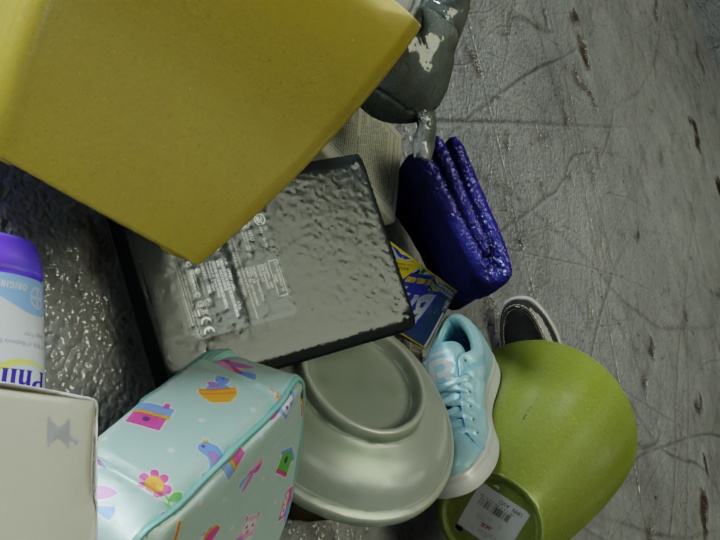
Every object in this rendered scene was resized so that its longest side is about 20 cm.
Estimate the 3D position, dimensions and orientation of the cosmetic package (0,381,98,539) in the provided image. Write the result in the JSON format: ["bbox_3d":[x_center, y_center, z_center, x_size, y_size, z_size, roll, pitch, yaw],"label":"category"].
[{"bbox_3d":[-0.200,0.104,0.375,0.087,0.199,0.104,23,59,-54],"label":"cosmetic package"}]

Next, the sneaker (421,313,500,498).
[{"bbox_3d":[0.075,0.110,0.859,0.082,0.074,0.200,60,20,-22],"label":"sneaker"}]

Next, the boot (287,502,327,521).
[{"bbox_3d":[-0.009,0.120,0.807,0.200,0.076,0.156,14,66,-56],"label":"boot"}]

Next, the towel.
[{"bbox_3d":[0.084,-0.042,0.929,0.148,0.049,0.200,62,-8,4],"label":"towel"}]

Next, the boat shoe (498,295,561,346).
[{"bbox_3d":[0.200,0.132,1.159,0.060,0.073,0.202,-30,112,-63],"label":"boat shoe"}]

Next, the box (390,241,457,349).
[{"bbox_3d":[0.000,0.000,0.861,0.200,0.070,0.065,33,85,-49],"label":"box"}]

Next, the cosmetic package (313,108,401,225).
[{"bbox_3d":[-0.046,-0.124,0.850,0.200,0.073,0.104,42,43,-43],"label":"cosmetic package"}]

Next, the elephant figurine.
[{"bbox_3d":[-0.020,-0.201,0.755,0.199,0.155,0.142,19,103,-44],"label":"elephant figurine"}]

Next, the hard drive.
[{"bbox_3d":[-0.065,-0.002,0.704,0.199,0.033,0.140,-14,81,-31],"label":"hard drive"}]

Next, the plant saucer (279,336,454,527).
[{"bbox_3d":[-0.008,0.092,0.748,0.199,0.050,0.201,20,39,-17],"label":"plant saucer"}]

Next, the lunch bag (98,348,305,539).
[{"bbox_3d":[-0.110,0.152,0.582,0.200,0.077,0.161,-42,148,-53],"label":"lunch bag"}]

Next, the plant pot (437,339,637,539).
[{"bbox_3d":[0.146,0.184,0.920,0.200,0.186,0.188,-31,105,-62],"label":"plant pot"}]

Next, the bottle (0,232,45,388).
[{"bbox_3d":[-0.204,0.080,0.510,0.083,0.065,0.202,15,65,-54],"label":"bottle"}]

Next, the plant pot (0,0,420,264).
[{"bbox_3d":[-0.124,-0.119,0.563,0.199,0.200,0.177,31,85,-33],"label":"plant pot"}]
